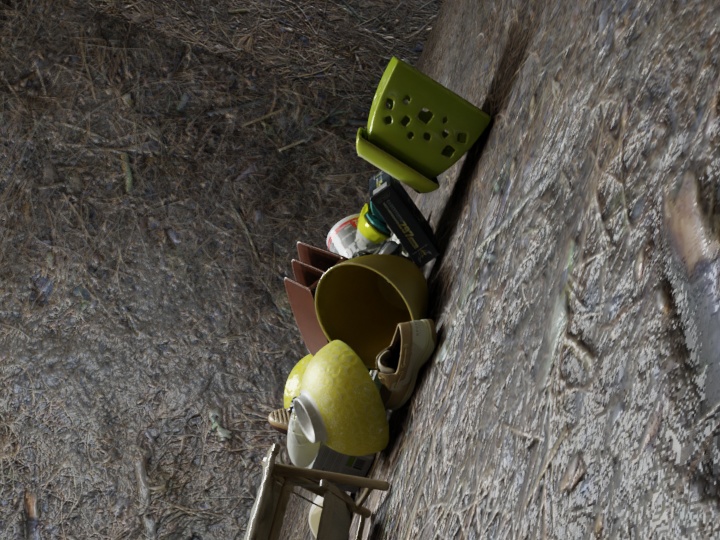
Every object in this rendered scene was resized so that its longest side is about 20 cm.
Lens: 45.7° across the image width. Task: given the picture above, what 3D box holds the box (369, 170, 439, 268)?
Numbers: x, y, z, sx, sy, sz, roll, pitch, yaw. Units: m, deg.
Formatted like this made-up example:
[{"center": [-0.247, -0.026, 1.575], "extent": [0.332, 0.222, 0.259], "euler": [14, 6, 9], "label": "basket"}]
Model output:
[{"center": [0.080, -0.104, 1.601], "extent": [0.051, 0.158, 0.200], "euler": [-33, 12, 10], "label": "box"}]

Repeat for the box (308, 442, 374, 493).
[{"center": [-0.025, 0.304, 1.641], "extent": [0.201, 0.101, 0.113], "euler": [-77, 8, -51], "label": "box"}]

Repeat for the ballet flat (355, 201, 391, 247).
[{"center": [0.020, -0.079, 1.636], "extent": [0.067, 0.067, 0.200], "euler": [-51, 10, 14], "label": "ballet flat"}]

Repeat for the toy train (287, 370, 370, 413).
[{"center": [-0.056, 0.222, 1.615], "extent": [0.199, 0.034, 0.046], "euler": [-35, 36, 13], "label": "toy train"}]

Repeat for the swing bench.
[{"center": [-0.079, 0.400, 1.284], "extent": [0.130, 0.198, 0.200], "euler": [113, 174, -49], "label": "swing bench"}]

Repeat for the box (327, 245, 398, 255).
[{"center": [-0.001, 0.047, 1.814], "extent": [0.051, 0.156, 0.202], "euler": [78, -165, -64], "label": "box"}]

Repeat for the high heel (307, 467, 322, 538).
[{"center": [-0.036, 0.450, 1.645], "extent": [0.071, 0.142, 0.201], "euler": [-34, 60, 32], "label": "high heel"}]

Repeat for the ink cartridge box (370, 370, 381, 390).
[{"center": [0.057, 0.155, 1.600], "extent": [0.146, 0.048, 0.201], "euler": [-77, 4, -54], "label": "ink cartridge box"}]

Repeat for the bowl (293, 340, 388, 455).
[{"center": [-0.048, 0.230, 1.437], "extent": [0.200, 0.107, 0.201], "euler": [51, 153, 37], "label": "bowl"}]

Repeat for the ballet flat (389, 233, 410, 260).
[{"center": [0.090, -0.040, 1.890], "extent": [0.072, 0.071, 0.201], "euler": [-78, 6, -55], "label": "ballet flat"}]

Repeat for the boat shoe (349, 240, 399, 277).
[{"center": [0.001, -0.001, 1.625], "extent": [0.074, 0.068, 0.200], "euler": [-39, -9, -44], "label": "boat shoe"}]

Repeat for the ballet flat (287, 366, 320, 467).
[{"center": [-0.097, 0.252, 1.547], "extent": [0.069, 0.069, 0.202], "euler": [120, 165, -69], "label": "ballet flat"}]

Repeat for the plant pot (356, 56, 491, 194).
[{"center": [0.100, -0.258, 1.551], "extent": [0.182, 0.198, 0.200], "euler": [-58, 7, 13], "label": "plant pot"}]

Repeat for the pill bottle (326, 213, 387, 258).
[{"center": [0.020, -0.008, 1.742], "extent": [0.201, 0.113, 0.114], "euler": [60, 147, 29], "label": "pill bottle"}]

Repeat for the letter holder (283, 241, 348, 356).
[{"center": [-0.082, 0.061, 1.601], "extent": [0.100, 0.141, 0.201], "euler": [-42, -45, -30], "label": "letter holder"}]

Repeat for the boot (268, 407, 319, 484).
[{"center": [-0.107, 0.375, 1.749], "extent": [0.073, 0.198, 0.168], "euler": [-92, 18, -64], "label": "boot"}]

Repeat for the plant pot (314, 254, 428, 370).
[{"center": [0.041, 0.052, 1.489], "extent": [0.142, 0.199, 0.201], "euler": [-37, -25, -49], "label": "plant pot"}]

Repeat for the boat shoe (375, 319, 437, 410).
[{"center": [0.059, 0.149, 1.371], "extent": [0.074, 0.066, 0.201], "euler": [-104, 27, -46], "label": "boat shoe"}]

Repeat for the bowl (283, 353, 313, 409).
[{"center": [-0.053, 0.271, 1.814], "extent": [0.107, 0.199, 0.202], "euler": [-7, 60, 53], "label": "bowl"}]
